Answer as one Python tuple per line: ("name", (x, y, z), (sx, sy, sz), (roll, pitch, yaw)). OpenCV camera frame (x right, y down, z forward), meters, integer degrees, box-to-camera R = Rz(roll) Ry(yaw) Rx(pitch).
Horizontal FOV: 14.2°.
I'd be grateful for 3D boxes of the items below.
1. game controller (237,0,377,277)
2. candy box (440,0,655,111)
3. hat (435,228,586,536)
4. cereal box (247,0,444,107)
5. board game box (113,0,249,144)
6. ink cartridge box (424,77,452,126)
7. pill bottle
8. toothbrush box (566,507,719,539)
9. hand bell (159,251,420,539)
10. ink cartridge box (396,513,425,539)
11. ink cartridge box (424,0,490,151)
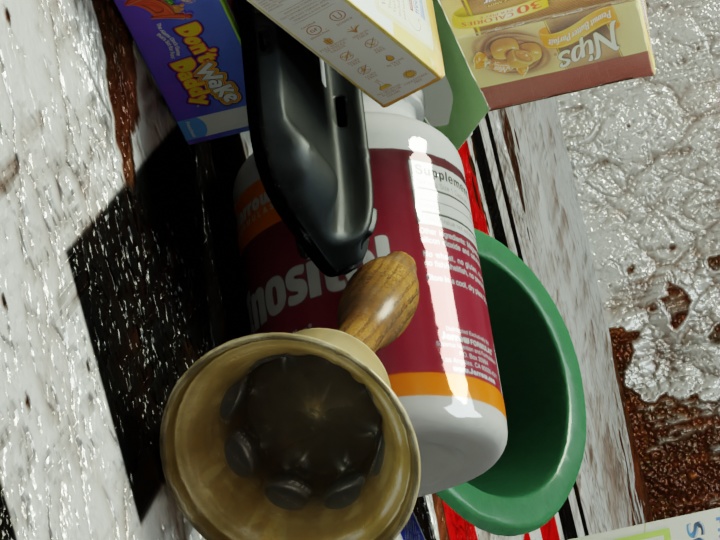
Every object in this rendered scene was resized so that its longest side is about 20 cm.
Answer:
("game controller", (-0.030, -0.098, 1.280), (0.104, 0.042, 0.201), (43, 33, -50))
("candy box", (0.107, -0.170, 1.696), (0.200, 0.115, 0.055), (-88, 163, -59))
("hat", (0.010, 0.079, 1.559), (0.200, 0.176, 0.166), (34, 52, -39))
("cereal box", (-0.040, -0.175, 1.224), (0.200, 0.039, 0.144), (35, 38, -46))
("board game box", (-0.082, -0.178, 1.295), (0.135, 0.045, 0.201), (65, 15, -54))
("ink cartridge box", (0.002, -0.186, 1.707), (0.145, 0.084, 0.200), (-93, 169, -45))
("pill bottle", (0.000, 0.000, 1.353), (0.113, 0.112, 0.201), (58, 21, -65))
("toothbrush box", (0.130, 0.227, 1.574), (0.086, 0.199, 0.146), (65, 16, -54))
("hand bell", (-0.006, 0.034, 1.197), (0.200, 0.104, 0.105), (-61, 138, -64))
("ink cartridge box", (0.011, 0.149, 1.471), (0.200, 0.037, 0.095), (64, 16, -48))
("ink cartridge box", (-0.008, -0.145, 1.444), (0.146, 0.048, 0.201), (128, -59, -74))
